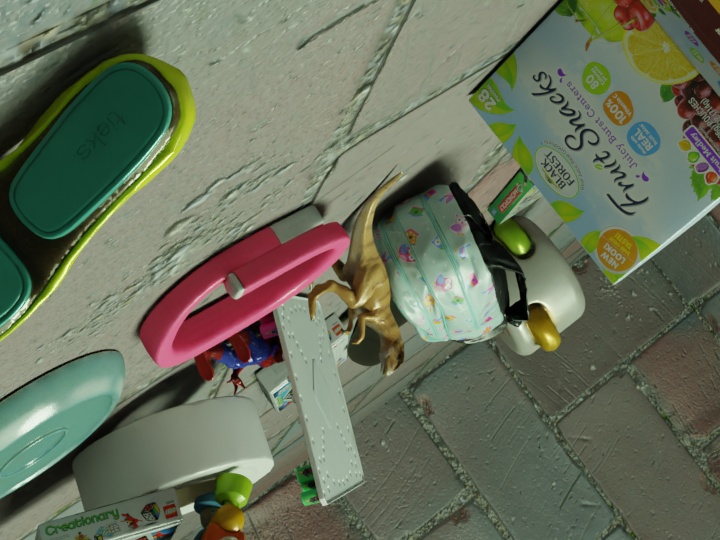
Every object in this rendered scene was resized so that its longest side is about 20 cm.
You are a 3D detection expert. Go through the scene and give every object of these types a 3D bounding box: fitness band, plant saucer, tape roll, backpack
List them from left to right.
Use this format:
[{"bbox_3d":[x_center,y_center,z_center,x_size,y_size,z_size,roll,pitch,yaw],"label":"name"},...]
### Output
[{"bbox_3d":[-0.264,0.135,0.933,0.199,0.028,0.200,-37,170,-8],"label":"plant saucer"},{"bbox_3d":[-0.190,0.201,1.216,0.199,0.072,0.203,-21,163,-7],"label":"tape roll"},{"bbox_3d":[-0.091,0.014,0.973,0.199,0.038,0.144,-29,167,-38],"label":"fitness band"},{"bbox_3d":[0.086,-0.004,1.204,0.125,0.168,0.200,-32,165,3],"label":"backpack"}]

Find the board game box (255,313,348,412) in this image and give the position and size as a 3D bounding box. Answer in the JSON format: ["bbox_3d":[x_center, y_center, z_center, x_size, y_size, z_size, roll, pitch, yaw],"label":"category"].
[{"bbox_3d":[-0.074,0.125,1.557,0.126,0.035,0.200,-37,170,-10],"label":"board game box"}]

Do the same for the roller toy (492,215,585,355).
[{"bbox_3d":[0.236,0.028,1.779,0.139,0.201,0.182,-35,176,-4],"label":"roller toy"}]

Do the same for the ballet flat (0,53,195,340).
[{"bbox_3d":[-0.150,-0.020,0.530,0.199,0.067,0.067,-40,-176,5],"label":"ballet flat"}]

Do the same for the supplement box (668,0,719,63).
[{"bbox_3d":[0.374,-0.247,1.173,0.196,0.134,0.200,-33,169,-25],"label":"supplement box"}]

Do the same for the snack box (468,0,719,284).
[{"bbox_3d":[0.212,-0.121,0.963,0.169,0.201,0.067,-43,168,34],"label":"snack box"}]

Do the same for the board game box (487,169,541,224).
[{"bbox_3d":[0.268,-0.145,1.573,0.199,0.029,0.135,-33,170,-28],"label":"board game box"}]

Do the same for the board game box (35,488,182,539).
[{"bbox_3d":[-0.248,0.265,1.134,0.124,0.035,0.200,-12,159,-23],"label":"board game box"}]

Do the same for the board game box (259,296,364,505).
[{"bbox_3d":[-0.049,0.128,1.196,0.025,0.204,0.200,-15,174,9],"label":"board game box"}]

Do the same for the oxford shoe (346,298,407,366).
[{"bbox_3d":[0.036,0.035,1.508,0.201,0.070,0.072,-56,-166,44],"label":"oxford shoe"}]

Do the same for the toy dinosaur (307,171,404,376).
[{"bbox_3d":[0.000,0.000,1.109,0.104,0.203,0.061,-8,-155,3],"label":"toy dinosaur"}]

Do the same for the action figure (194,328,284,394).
[{"bbox_3d":[-0.109,0.085,1.201,0.065,0.052,0.200,-31,174,10],"label":"action figure"}]

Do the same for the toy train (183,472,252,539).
[{"bbox_3d":[-0.128,0.244,1.128,0.201,0.083,0.117,121,-17,-50],"label":"toy train"}]
